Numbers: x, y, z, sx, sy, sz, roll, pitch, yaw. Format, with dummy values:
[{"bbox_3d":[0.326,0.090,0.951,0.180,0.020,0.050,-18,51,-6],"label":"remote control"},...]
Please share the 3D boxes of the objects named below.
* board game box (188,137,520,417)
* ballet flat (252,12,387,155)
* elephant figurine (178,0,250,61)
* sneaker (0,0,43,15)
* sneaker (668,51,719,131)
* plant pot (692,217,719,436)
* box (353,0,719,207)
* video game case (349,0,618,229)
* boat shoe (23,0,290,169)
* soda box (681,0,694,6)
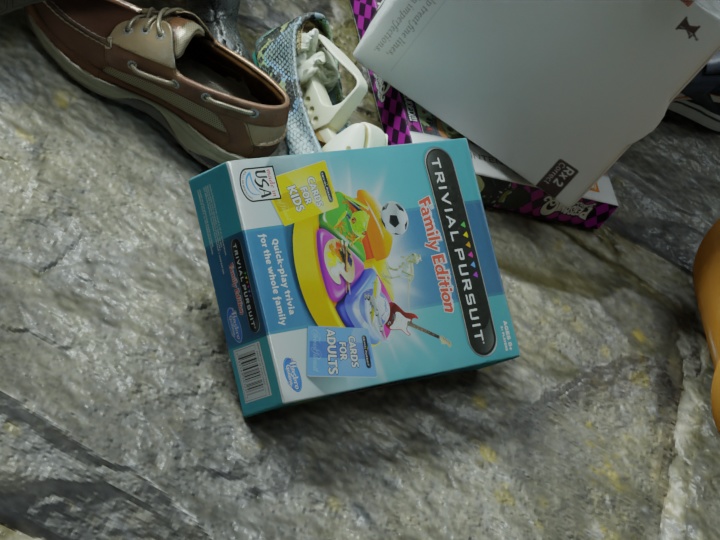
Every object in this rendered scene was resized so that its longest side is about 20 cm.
[{"bbox_3d":[0.000,0.000,1.254,0.200,0.047,0.151,-9,83,-39],"label":"board game box"},{"bbox_3d":[-0.019,-0.096,1.344,0.074,0.074,0.200,-1,56,-36],"label":"ballet flat"},{"bbox_3d":[-0.116,-0.256,1.369,0.155,0.142,0.200,23,39,-25],"label":"elephant figurine"},{"bbox_3d":[-0.211,-0.232,1.282,0.199,0.075,0.106,-17,56,-8],"label":"sneaker"},{"bbox_3d":[0.254,-0.171,1.582,0.200,0.079,0.079,9,52,-40],"label":"sneaker"},{"bbox_3d":[0.324,0.041,1.397,0.200,0.200,0.183,13,31,-26],"label":"plant pot"},{"bbox_3d":[0.137,-0.190,1.389,0.200,0.199,0.131,34,39,-8],"label":"box"},{"bbox_3d":[0.090,-0.131,1.483,0.181,0.036,0.200,11,48,-29],"label":"video game case"},{"bbox_3d":[-0.129,-0.144,1.310,0.200,0.072,0.076,32,41,-2],"label":"boat shoe"},{"bbox_3d":[0.249,-0.251,1.322,0.064,0.068,0.200,43,40,1],"label":"soda box"}]
